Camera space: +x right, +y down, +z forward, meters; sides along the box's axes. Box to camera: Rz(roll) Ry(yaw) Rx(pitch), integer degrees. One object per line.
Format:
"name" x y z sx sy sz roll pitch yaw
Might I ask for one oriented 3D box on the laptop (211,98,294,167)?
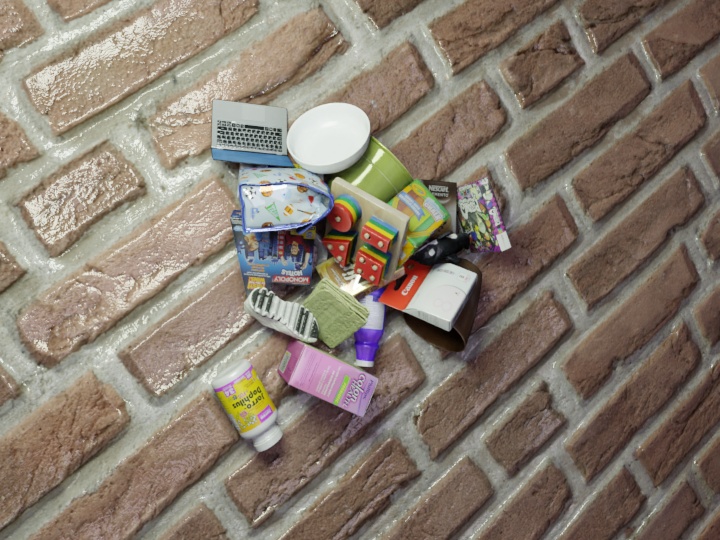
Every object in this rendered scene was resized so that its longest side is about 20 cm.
"laptop" -0.253 -0.322 1.323 0.182 0.116 0.206 2 77 -18

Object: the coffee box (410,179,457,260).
"coffee box" 0.189 -0.131 1.498 0.110 0.080 0.206 1 89 -17

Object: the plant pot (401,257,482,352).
"plant pot" 0.234 0.073 1.474 0.186 0.186 0.202 40 67 -13

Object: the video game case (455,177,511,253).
"video game case" 0.303 -0.137 1.473 0.035 0.200 0.185 -22 97 -14

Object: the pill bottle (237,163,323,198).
"pill bottle" -0.194 -0.203 1.360 0.195 0.112 0.116 6 88 -17

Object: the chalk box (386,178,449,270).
"chalk box" 0.123 -0.122 1.367 0.124 0.124 0.200 45 55 3

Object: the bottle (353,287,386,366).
"bottle" 0.021 0.141 1.449 0.081 0.065 0.206 5 88 -6

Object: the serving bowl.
"serving bowl" -0.068 -0.293 1.305 0.195 0.066 0.204 -6 54 8

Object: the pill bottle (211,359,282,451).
"pill bottle" -0.262 0.321 1.338 0.103 0.104 0.203 -31 99 -15

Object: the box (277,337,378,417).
"box" -0.084 0.251 1.358 0.197 0.175 0.099 26 82 -16

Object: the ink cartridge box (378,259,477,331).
"ink cartridge box" 0.164 0.042 1.375 0.197 0.058 0.163 24 55 20

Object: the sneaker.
"sneaker" -0.186 0.112 1.339 0.198 0.081 0.076 33 52 -20

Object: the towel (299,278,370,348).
"towel" -0.071 0.105 1.358 0.148 0.200 0.037 40 48 -5

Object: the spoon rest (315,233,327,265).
"spoon rest" -0.163 -0.093 1.391 0.199 0.099 0.062 37 46 -25

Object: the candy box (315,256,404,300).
"candy box" 0.000 0.000 1.410 0.197 0.055 0.117 -28 70 -5

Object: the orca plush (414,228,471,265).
"orca plush" 0.222 -0.040 1.408 0.198 0.105 0.072 -11 61 -49

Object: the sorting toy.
"sorting toy" -0.004 -0.076 1.295 0.196 0.202 0.070 30 51 15

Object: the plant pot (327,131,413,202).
"plant pot" 0.000 -0.209 1.397 0.200 0.200 0.191 42 90 -13

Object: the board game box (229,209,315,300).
"board game box" -0.209 -0.028 1.333 0.194 0.062 0.205 6 113 -6

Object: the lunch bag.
"lunch bag" -0.163 -0.157 1.229 0.195 0.171 0.127 -7 114 -11
